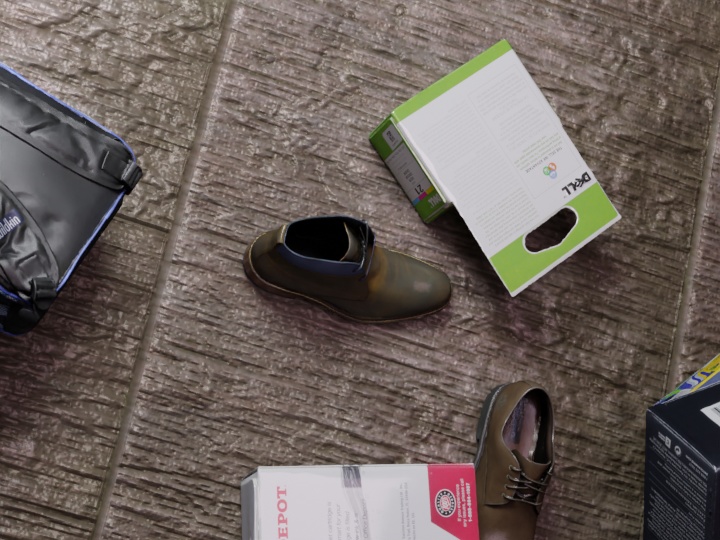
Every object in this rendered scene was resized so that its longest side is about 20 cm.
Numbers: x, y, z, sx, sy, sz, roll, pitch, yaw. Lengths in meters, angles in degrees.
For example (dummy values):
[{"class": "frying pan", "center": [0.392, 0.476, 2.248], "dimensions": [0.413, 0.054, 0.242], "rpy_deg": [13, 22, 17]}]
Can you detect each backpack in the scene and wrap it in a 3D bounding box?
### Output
[{"class": "backpack", "center": [-0.309, -0.063, 1.191], "dimensions": [0.199, 0.147, 0.184], "rpy_deg": [36, 56, -10]}]

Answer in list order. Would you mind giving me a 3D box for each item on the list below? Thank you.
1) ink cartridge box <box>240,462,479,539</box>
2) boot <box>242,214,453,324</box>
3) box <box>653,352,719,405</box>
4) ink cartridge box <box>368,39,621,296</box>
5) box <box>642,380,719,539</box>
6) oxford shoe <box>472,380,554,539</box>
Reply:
[{"class": "ink cartridge box", "center": [-0.002, 0.243, 1.252], "dimensions": [0.197, 0.083, 0.148], "rpy_deg": [1, 77, -16]}, {"class": "boot", "center": [0.000, 0.000, 1.303], "dimensions": [0.197, 0.097, 0.076], "rpy_deg": [9, 75, -14]}, {"class": "box", "center": [0.375, 0.105, 1.409], "dimensions": [0.199, 0.064, 0.071], "rpy_deg": [-34, 88, -20]}, {"class": "ink cartridge box", "center": [0.125, -0.089, 1.374], "dimensions": [0.147, 0.076, 0.201], "rpy_deg": [-33, 89, -21]}, {"class": "box", "center": [0.338, 0.206, 1.302], "dimensions": [0.146, 0.104, 0.203], "rpy_deg": [-16, 122, -20]}, {"class": "oxford shoe", "center": [0.133, 0.195, 1.305], "dimensions": [0.072, 0.084, 0.203], "rpy_deg": [10, 76, -16]}]
